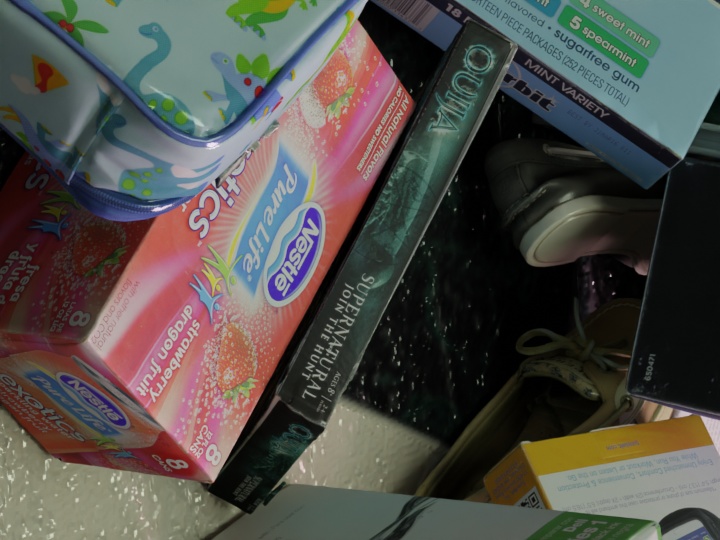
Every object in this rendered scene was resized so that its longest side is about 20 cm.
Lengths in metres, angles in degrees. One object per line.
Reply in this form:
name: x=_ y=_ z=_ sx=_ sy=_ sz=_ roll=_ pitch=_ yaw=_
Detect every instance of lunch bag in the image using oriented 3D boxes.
lunch bag: x=-0.099 y=-0.128 z=1.052 sx=0.200 sy=0.082 sz=0.161 roll=39 pitch=54 yaw=-1

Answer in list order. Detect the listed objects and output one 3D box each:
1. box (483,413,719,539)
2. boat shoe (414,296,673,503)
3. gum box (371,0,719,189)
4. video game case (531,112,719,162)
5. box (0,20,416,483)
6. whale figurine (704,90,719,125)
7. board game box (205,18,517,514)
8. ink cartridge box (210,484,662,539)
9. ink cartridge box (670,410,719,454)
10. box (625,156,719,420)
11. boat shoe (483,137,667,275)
box: x=0.148 y=0.167 z=1.296 sx=0.119 sy=0.041 sz=0.201 roll=-5 pitch=63 yaw=-38
boat shoe: x=0.094 y=0.077 z=1.374 sx=0.200 sy=0.073 sz=0.063 roll=-52 pitch=133 yaw=-32
gum box: x=0.116 y=-0.166 z=1.333 sx=0.170 sy=0.045 sz=0.200 roll=33 pitch=62 yaw=-6
video game case: x=0.204 y=-0.056 z=1.395 sx=0.143 sy=0.200 sz=0.018 roll=10 pitch=93 yaw=-50
box: x=-0.073 y=-0.025 z=1.148 sx=0.103 sy=0.094 sz=0.200 roll=53 pitch=55 yaw=-40
whale figurine: x=0.160 y=-0.124 z=1.422 sx=0.199 sy=0.104 sz=0.159 roll=-8 pitch=58 yaw=-35
board game box: x=0.000 y=0.000 z=1.221 sx=0.028 sy=0.135 sz=0.200 roll=29 pitch=66 yaw=-4
ink cartridge box: x=0.037 y=0.179 z=1.220 sx=0.084 sy=0.199 sz=0.147 roll=-33 pitch=119 yaw=-46
ink cartridge box: x=0.193 y=0.131 z=1.521 sx=0.173 sy=0.043 sz=0.201 roll=31 pitch=69 yaw=-48
box: x=0.259 y=0.028 z=1.361 sx=0.198 sy=0.199 sz=0.124 roll=6 pitch=97 yaw=-67
boat shoe: x=0.132 y=-0.038 z=1.419 sx=0.200 sy=0.067 sz=0.057 roll=2 pitch=52 yaw=-54
